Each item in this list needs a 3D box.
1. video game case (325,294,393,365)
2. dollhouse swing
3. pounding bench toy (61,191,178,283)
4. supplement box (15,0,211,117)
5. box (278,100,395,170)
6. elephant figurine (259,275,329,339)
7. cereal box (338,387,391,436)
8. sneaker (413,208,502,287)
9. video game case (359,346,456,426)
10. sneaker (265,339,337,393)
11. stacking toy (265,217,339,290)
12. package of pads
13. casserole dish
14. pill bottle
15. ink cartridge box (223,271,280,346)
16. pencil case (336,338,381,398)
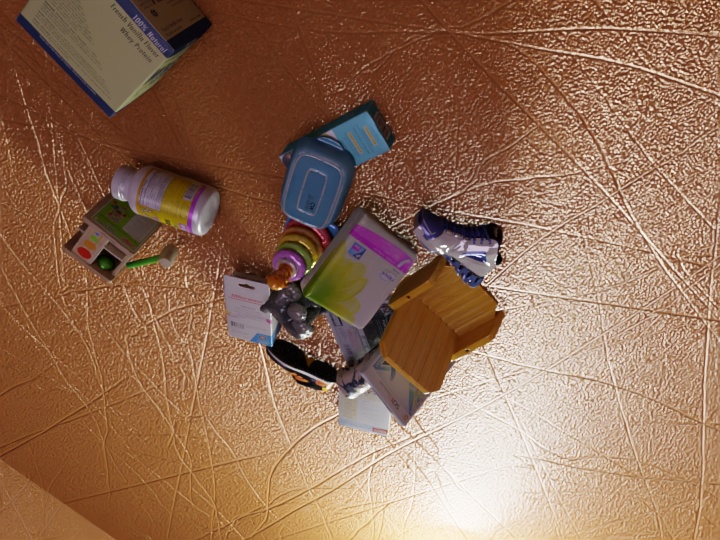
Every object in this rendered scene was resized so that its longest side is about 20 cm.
[{"bbox_3d":[0.023,0.144,1.311,0.181,0.023,0.201,-5,126,22],"label":"video game case"},{"bbox_3d":[0.165,0.119,1.139,0.200,0.176,0.181,42,127,-17],"label":"dollhouse swing"},{"bbox_3d":[-0.529,-0.050,1.261,0.200,0.125,0.156,41,129,-17],"label":"pounding bench toy"},{"bbox_3d":[-0.399,-0.406,0.921,0.199,0.135,0.200,-26,116,34],"label":"supplement box"},{"bbox_3d":[-0.044,-0.222,1.014,0.199,0.049,0.082,-20,120,30],"label":"box"},{"bbox_3d":[-0.091,0.045,1.211,0.155,0.200,0.142,42,149,12],"label":"elephant figurine"},{"bbox_3d":[0.014,0.349,1.470,0.143,0.040,0.201,11,131,9],"label":"cereal box"},{"bbox_3d":[0.199,-0.062,1.056,0.199,0.081,0.115,38,126,-23],"label":"sneaker"},{"bbox_3d":[0.110,0.210,1.234,0.022,0.200,0.183,10,140,55],"label":"video game case"},{"bbox_3d":[-0.160,0.254,1.427,0.199,0.070,0.090,28,128,-9],"label":"sneaker"},{"bbox_3d":[-0.130,-0.024,1.102,0.116,0.200,0.110,25,131,2],"label":"stacking toy"},{"bbox_3d":[0.000,0.000,1.098,0.154,0.068,0.200,35,98,-28],"label":"package of pads"},{"bbox_3d":[-0.085,-0.151,1.027,0.121,0.039,0.200,23,133,-2],"label":"casserole dish"},{"bbox_3d":[-0.400,-0.151,1.152,0.199,0.104,0.105,19,132,2],"label":"pill bottle"},{"bbox_3d":[-0.251,0.076,1.313,0.114,0.068,0.201,13,131,7],"label":"ink cartridge box"},{"bbox_3d":[0.021,0.228,1.309,0.078,0.090,0.200,43,131,-6],"label":"pencil case"}]
